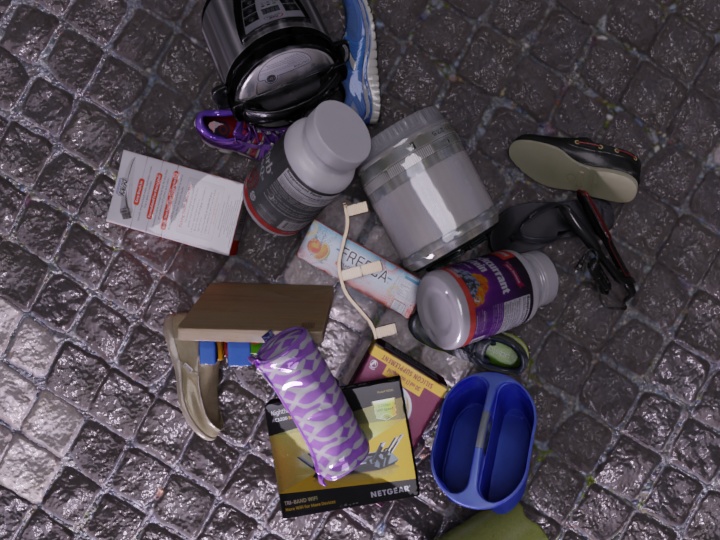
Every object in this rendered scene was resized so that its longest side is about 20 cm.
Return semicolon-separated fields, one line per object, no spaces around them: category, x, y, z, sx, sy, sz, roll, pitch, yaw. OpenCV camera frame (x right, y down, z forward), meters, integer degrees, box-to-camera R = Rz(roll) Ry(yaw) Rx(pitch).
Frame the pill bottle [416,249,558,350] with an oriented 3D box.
pill bottle;0.187;0.034;1.096;0.196;0.111;0.114;-16;91;-29

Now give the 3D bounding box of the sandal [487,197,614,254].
sandal;0.288;-0.073;1.155;0.195;0.043;0.078;-15;90;2

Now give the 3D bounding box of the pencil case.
pencil case;-0.063;0.170;0.976;0.085;0.083;0.203;-36;104;-24

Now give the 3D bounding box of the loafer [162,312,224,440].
loafer;-0.244;0.157;1.161;0.067;0.076;0.205;-18;90;8

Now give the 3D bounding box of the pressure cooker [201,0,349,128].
pressure cooker;-0.119;-0.302;1.076;0.175;0.176;0.203;-40;62;33

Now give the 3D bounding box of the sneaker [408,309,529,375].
sneaker;0.167;0.104;1.143;0.195;0.081;0.076;17;91;2

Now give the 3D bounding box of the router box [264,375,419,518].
router box;-0.025;0.246;1.064;0.195;0.052;0.161;-11;89;4

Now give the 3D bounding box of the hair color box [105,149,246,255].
hair color box;-0.275;-0.102;1.164;0.195;0.064;0.114;16;92;0

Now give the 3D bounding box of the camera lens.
camera lens;0.096;-0.112;1.103;0.158;0.160;0.203;-29;90;2

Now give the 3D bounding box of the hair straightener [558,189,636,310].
hair straightener;0.349;-0.017;1.139;0.076;0.041;0.202;-35;107;-5

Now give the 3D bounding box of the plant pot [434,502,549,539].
plant pot;0.189;0.438;1.108;0.183;0.200;0.202;-36;90;-10

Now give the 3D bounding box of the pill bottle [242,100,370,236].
pill bottle;-0.077;-0.143;1.076;0.117;0.115;0.199;54;135;1

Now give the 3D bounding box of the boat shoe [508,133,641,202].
boat shoe;0.322;-0.164;1.146;0.197;0.074;0.064;18;56;11

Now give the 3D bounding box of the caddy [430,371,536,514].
caddy;0.178;0.247;1.093;0.138;0.106;0.203;7;58;19

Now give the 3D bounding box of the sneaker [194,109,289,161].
sneaker;-0.157;-0.200;1.148;0.195;0.083;0.083;8;92;1

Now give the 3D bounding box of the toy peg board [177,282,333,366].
toy peg board;-0.142;0.096;1.106;0.194;0.200;0.100;1;107;2

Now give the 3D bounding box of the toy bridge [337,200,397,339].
toy bridge;0.000;0.000;1.103;0.066;0.027;0.205;-14;91;2

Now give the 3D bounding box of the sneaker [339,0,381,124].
sneaker;-0.017;-0.323;1.145;0.087;0.079;0.206;-5;91;-1

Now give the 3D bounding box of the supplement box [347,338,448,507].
supplement box;0.027;0.221;1.139;0.129;0.103;0.203;29;92;1

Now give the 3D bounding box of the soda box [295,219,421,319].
soda box;0.003;-0.002;1.153;0.197;0.068;0.065;30;91;1
